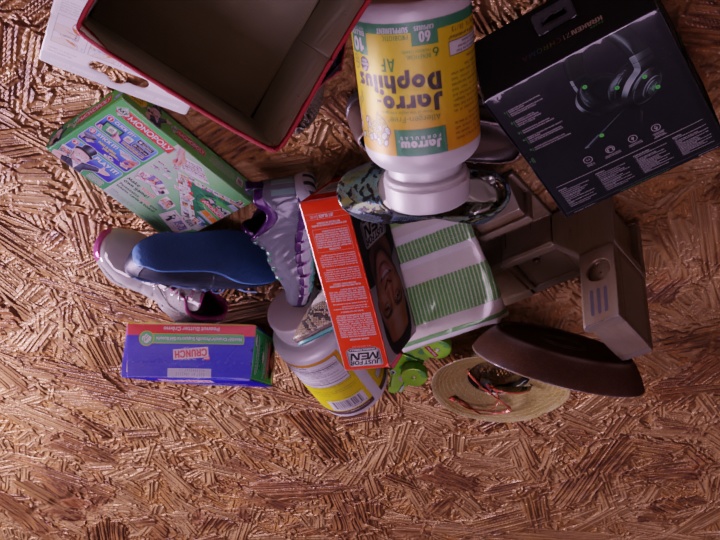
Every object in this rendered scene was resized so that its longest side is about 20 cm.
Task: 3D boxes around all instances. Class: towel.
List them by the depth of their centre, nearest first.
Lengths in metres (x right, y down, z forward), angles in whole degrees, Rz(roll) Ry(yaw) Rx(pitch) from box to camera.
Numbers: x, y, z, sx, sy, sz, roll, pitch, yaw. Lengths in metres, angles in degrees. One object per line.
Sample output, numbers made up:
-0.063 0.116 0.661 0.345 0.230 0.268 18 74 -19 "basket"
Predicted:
0.072 -0.013 1.142 0.152 0.023 0.201 -20 102 28 "towel"

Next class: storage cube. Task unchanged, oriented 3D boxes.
-0.108 -0.223 0.785 0.199 0.180 0.172 29 99 -22 "storage cube"

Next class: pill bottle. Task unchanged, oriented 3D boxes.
0.054 -0.160 0.909 0.112 0.113 0.201 -2 118 9 "pill bottle"
-0.046 0.104 1.314 0.108 0.110 0.200 -12 139 20 "pill bottle"

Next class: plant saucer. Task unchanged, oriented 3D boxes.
0.227 0.096 1.112 0.198 0.200 0.035 10 99 -7 "plant saucer"

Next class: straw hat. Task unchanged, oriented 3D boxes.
0.190 0.128 1.338 0.199 0.086 0.202 6 147 4 "straw hat"

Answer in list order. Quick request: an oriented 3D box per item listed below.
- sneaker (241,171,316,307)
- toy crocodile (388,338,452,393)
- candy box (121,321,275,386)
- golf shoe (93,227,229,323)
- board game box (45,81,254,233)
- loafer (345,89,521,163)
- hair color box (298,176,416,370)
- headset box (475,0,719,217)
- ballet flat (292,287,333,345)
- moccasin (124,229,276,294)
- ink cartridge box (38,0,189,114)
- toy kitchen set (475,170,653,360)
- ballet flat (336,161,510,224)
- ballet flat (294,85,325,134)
-0.099 -0.036 1.167 0.087 0.075 0.201 -2 133 -8 "sneaker"
0.079 0.099 1.330 0.061 0.068 0.200 21 138 -11 "toy crocodile"
-0.209 0.114 1.307 0.167 0.078 0.200 2 173 3 "candy box"
-0.243 0.008 1.226 0.091 0.076 0.200 10 160 43 "golf shoe"
-0.237 -0.117 1.119 0.134 0.029 0.200 -24 134 31 "board game box"
0.080 -0.136 1.023 0.198 0.071 0.073 6 142 -2 "loafer"
0.000 0.000 1.105 0.061 0.102 0.202 -7 108 25 "hair color box"
0.223 -0.172 0.929 0.173 0.093 0.200 -26 134 24 "headset box"
0.000 0.032 1.214 0.199 0.076 0.068 -16 175 -18 "ballet flat"
-0.192 -0.014 1.190 0.199 0.081 0.068 10 155 -37 "moccasin"
-0.206 -0.252 0.931 0.159 0.048 0.200 19 142 -19 "ink cartridge box"
0.196 0.006 1.105 0.199 0.181 0.163 -24 133 33 "toy kitchen set"
0.074 -0.086 1.034 0.198 0.075 0.074 -3 148 -27 "ballet flat"
-0.059 -0.209 0.966 0.067 0.047 0.201 8 142 -5 "ballet flat"
